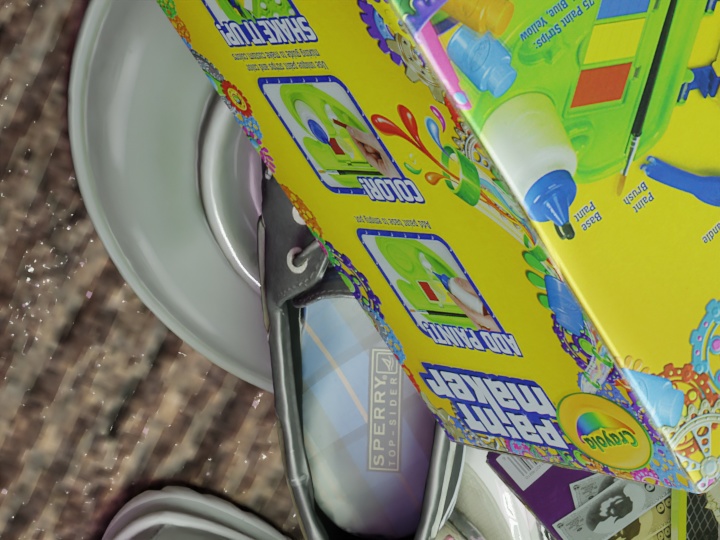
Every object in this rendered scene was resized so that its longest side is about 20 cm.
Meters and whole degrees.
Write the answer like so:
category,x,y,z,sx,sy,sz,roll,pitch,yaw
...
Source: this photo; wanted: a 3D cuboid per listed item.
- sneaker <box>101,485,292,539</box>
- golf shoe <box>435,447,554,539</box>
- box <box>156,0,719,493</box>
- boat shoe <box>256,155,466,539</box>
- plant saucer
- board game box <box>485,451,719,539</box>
category,x,y,z,sx,sy,sz,roll,pitch,yaw
sneaker,0.001,0.146,0.837,0.200,0.082,0.075,21,115,-5
golf shoe,0.104,0.110,0.812,0.200,0.073,0.092,41,114,-19
box,0.073,-0.084,0.649,0.200,0.122,0.193,-41,110,-21
boat shoe,0.000,0.000,0.720,0.070,0.066,0.200,3,112,3
plant saucer,0.007,-0.036,0.770,0.200,0.050,0.200,2,115,4
board game box,0.145,0.029,0.724,0.200,0.120,0.032,-42,140,1
